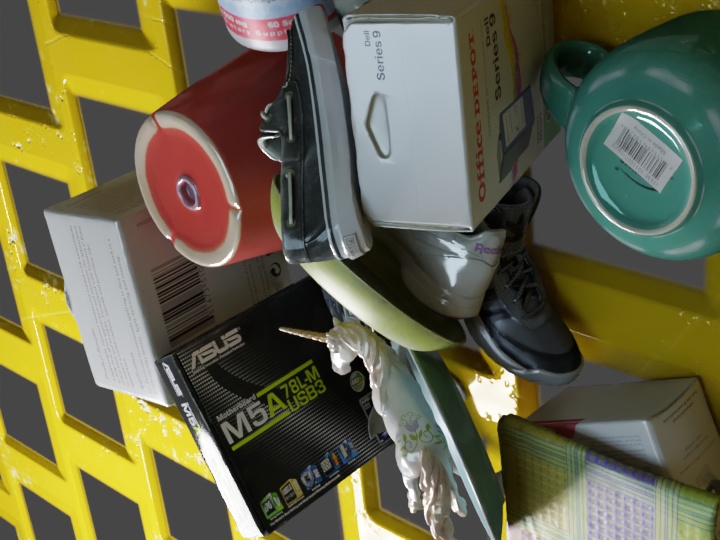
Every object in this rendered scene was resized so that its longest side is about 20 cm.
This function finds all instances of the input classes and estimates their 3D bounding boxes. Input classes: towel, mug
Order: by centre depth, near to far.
[{"bbox_3d":[0.202,-0.085,0.793,0.184,0.114,0.154,-1,112,47],"label":"mug"},{"bbox_3d":[0.188,0.198,0.921,0.199,0.023,0.145,17,124,41],"label":"towel"}]

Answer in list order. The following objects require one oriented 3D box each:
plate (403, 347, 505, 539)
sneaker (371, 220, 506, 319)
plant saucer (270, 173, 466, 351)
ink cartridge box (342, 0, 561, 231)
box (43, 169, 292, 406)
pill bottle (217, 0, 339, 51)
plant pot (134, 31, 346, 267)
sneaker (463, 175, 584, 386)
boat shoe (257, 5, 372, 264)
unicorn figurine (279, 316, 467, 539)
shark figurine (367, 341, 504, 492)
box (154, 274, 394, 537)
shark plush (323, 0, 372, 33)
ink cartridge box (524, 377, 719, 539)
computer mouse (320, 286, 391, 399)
[{"bbox_3d":[0.081,0.133,0.975,0.200,0.025,0.202,155,91,-90],"label":"plate"},{"bbox_3d":[0.044,-0.055,0.936,0.200,0.074,0.100,46,126,30],"label":"sneaker"},{"bbox_3d":[0.000,0.000,0.929,0.200,0.200,0.031,44,102,19],"label":"plant saucer"},{"bbox_3d":[0.071,-0.133,0.830,0.087,0.200,0.147,5,117,28],"label":"ink cartridge box"},{"bbox_3d":[-0.186,-0.001,1.200,0.130,0.199,0.201,9,120,41],"label":"box"},{"bbox_3d":[-0.075,-0.274,0.879,0.108,0.109,0.201,28,150,34],"label":"pill bottle"},{"bbox_3d":[-0.091,-0.101,1.054,0.199,0.177,0.203,26,131,35],"label":"plant pot"},{"bbox_3d":[0.122,-0.004,0.959,0.200,0.075,0.114,50,143,17],"label":"sneaker"},{"bbox_3d":[-0.040,-0.099,0.834,0.072,0.070,0.202,66,-165,-63],"label":"boat shoe"},{"bbox_3d":[0.031,0.121,0.969,0.200,0.073,0.138,40,160,47],"label":"unicorn figurine"},{"bbox_3d":[0.055,0.150,1.121,0.216,0.089,0.128,58,142,7],"label":"shark figurine"},{"bbox_3d":[-0.076,0.128,1.158,0.047,0.199,0.195,-19,98,52],"label":"box"},{"bbox_3d":[0.036,-0.192,0.887,0.091,0.084,0.200,35,172,43],"label":"shark plush"},{"bbox_3d":[0.231,0.197,0.957,0.145,0.084,0.202,-12,102,50],"label":"ink cartridge box"},{"bbox_3d":[0.001,0.033,1.096,0.200,0.043,0.111,-119,17,-56],"label":"computer mouse"}]
